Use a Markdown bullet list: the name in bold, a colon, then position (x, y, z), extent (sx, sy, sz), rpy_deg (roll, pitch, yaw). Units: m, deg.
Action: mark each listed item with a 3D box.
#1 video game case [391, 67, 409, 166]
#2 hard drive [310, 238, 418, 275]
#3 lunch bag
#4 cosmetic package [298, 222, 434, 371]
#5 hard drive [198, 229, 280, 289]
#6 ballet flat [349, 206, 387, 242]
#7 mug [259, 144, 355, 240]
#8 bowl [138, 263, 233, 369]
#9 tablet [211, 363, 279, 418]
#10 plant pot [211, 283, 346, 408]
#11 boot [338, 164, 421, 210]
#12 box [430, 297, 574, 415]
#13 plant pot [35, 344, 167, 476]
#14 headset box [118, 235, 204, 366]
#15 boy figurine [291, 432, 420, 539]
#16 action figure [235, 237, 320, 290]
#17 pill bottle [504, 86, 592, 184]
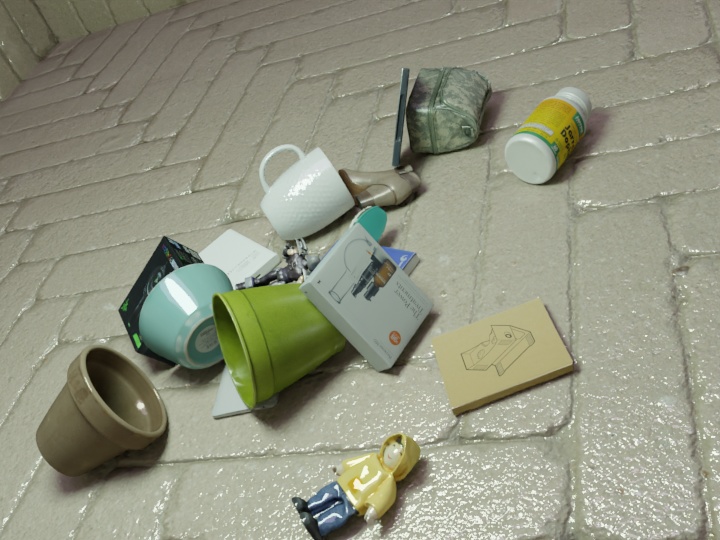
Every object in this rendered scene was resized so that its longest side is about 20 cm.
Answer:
- **video game case**: position (0.088, -0.337, 1.732), extent (0.019, 0.205, 0.143), rpy_deg (6, 13, 3)
- **hard drive**: position (0.000, 0.000, 1.546), extent (0.197, 0.026, 0.132), rpy_deg (12, 50, 40)
- **lunch bag**: position (0.203, -0.365, 1.786), extent (0.164, 0.141, 0.202), rpy_deg (5, 43, 18)
- **cosmetic package**: position (0.013, 0.045, 1.343), extent (0.151, 0.200, 0.051), rpy_deg (-50, 12, -29)
- **hard drive**: position (-0.278, -0.017, 1.727), extent (0.132, 0.027, 0.199), rpy_deg (-42, 40, -20)
- **ballet flat**: position (-0.015, -0.049, 1.541), extent (0.071, 0.073, 0.201), rpy_deg (3, 44, 32)
- **mug**: position (-0.134, -0.173, 1.690), extent (0.174, 0.202, 0.148), rpy_deg (-35, 22, -2)
- **bowl**: position (-0.296, 0.101, 1.465), extent (0.200, 0.203, 0.105), rpy_deg (-38, 50, -18)
- **tablet**: position (-0.197, 0.180, 1.453), extent (0.127, 0.014, 0.202), rpy_deg (-13, 39, 16)
- **plant pot**: position (-0.132, 0.108, 1.364), extent (0.190, 0.204, 0.200), rpy_deg (-18, 33, -21)
- **boot**: position (0.044, -0.195, 1.732), extent (0.144, 0.071, 0.201), rpy_deg (-23, 37, -8)
- **box**: position (0.220, 0.133, 1.261), extent (0.196, 0.021, 0.165), rpy_deg (-22, 37, 6)
- **plant pot**: position (-0.467, 0.262, 1.384), extent (0.174, 0.200, 0.201), rpy_deg (-40, 36, 7)
- **headset box**: position (-0.387, 0.065, 1.580), extent (0.202, 0.092, 0.174), rpy_deg (-56, 38, 8)
- **boy figurine**: position (0.004, 0.311, 1.137), extent (0.198, 0.065, 0.125), rpy_deg (-32, 34, -4)
- **action figure**: position (-0.156, 0.015, 1.567), extent (0.197, 0.069, 0.132), rpy_deg (-24, 51, 17)
- **pill bottle**: position (0.382, -0.276, 1.586), extent (0.111, 0.114, 0.200), rpy_deg (14, 51, 41)
